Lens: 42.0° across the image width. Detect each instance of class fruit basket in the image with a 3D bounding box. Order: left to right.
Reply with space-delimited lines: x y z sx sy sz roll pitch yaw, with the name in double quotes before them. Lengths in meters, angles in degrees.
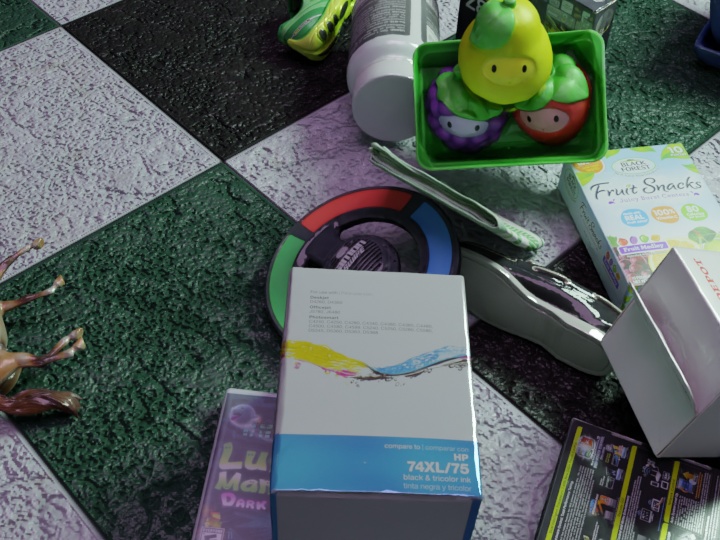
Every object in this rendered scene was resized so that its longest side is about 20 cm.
"fruit basket" 0.151 -0.186 0.962 0.213 0.216 0.158 -2 90 -5

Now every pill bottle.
"pill bottle" 0.040 -0.256 1.127 0.112 0.114 0.201 4 47 0

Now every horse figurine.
"horse figurine" -0.325 0.059 0.857 0.132 0.050 0.201 -27 60 -10

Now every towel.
"towel" 0.100 -0.067 0.931 0.152 0.200 0.024 33 96 23

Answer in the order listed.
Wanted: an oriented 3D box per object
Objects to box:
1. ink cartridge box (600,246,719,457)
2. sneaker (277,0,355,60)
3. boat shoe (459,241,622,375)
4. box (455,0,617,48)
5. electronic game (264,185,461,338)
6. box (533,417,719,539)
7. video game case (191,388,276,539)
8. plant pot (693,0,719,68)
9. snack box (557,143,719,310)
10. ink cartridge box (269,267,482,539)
"ink cartridge box" 0.315 0.072 0.801 0.198 0.126 0.129 5 44 -24
"sneaker" -0.052 -0.359 1.242 0.083 0.075 0.201 18 49 8
"boat shoe" 0.168 0.024 0.908 0.199 0.074 0.060 29 51 19
"box" 0.206 -0.295 1.141 0.049 0.162 0.200 -33 58 -29
"electronic game" 0.000 0.000 0.904 0.198 0.042 0.202 -11 53 15
"box" 0.217 0.231 0.743 0.159 0.045 0.201 17 49 13
"video game case" -0.032 0.187 0.782 0.197 0.024 0.183 6 47 2
"plant pot" 0.549 -0.346 1.195 0.198 0.181 0.200 26 51 18
"snack box" 0.308 -0.047 0.994 0.140 0.053 0.201 -5 47 -9
"ink cartridge box" 0.008 0.121 0.731 0.144 0.148 0.202 2 48 -2
